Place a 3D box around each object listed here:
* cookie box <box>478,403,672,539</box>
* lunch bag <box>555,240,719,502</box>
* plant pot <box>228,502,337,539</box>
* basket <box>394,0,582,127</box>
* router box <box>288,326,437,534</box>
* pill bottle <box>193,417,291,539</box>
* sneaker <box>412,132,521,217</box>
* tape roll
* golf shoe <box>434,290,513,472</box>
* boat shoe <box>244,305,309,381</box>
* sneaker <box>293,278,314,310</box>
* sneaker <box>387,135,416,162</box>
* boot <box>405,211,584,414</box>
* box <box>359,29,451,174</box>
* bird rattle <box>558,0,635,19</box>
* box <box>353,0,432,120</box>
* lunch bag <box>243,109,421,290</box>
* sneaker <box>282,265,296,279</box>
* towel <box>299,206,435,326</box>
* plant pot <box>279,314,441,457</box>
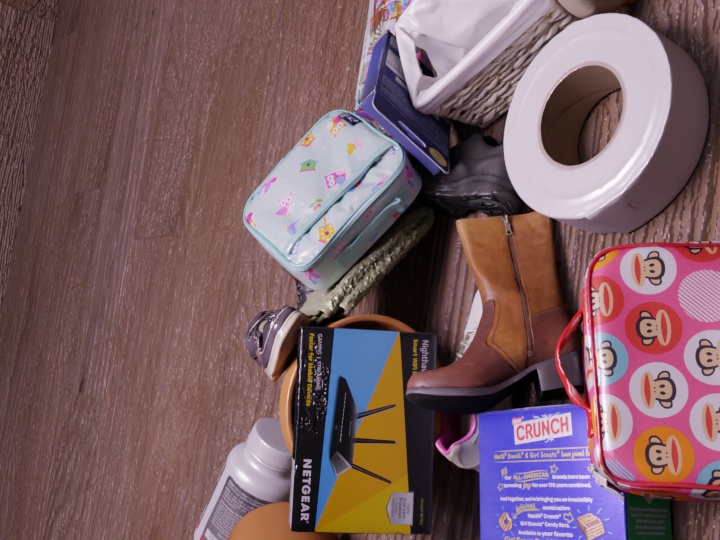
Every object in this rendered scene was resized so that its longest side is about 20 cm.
[{"bbox_3d":[0.193,0.230,0.758,0.169,0.074,0.205,-16,67,49],"label":"cookie box"},{"bbox_3d":[0.245,0.079,0.665,0.171,0.082,0.205,-1,71,14],"label":"lunch bag"},{"bbox_3d":[-0.091,0.381,0.997,0.202,0.197,0.141,-58,25,22],"label":"plant pot"},{"bbox_3d":[0.151,-0.271,0.926,0.199,0.121,0.138,-38,52,41],"label":"basket"},{"bbox_3d":[0.002,0.164,0.860,0.051,0.145,0.206,141,131,-80],"label":"router box"},{"bbox_3d":[-0.150,0.313,1.157,0.111,0.109,0.203,46,116,48],"label":"pill bottle"},{"bbox_3d":[0.123,-0.114,0.971,0.198,0.075,0.093,10,76,50],"label":"sneaker"},{"bbox_3d":[0.237,-0.142,0.817,0.200,0.070,0.208,-20,64,48],"label":"tape roll"},{"bbox_3d":[0.125,0.109,0.873,0.075,0.090,0.205,-12,69,51],"label":"golf shoe"},{"bbox_3d":[-0.104,0.080,0.963,0.072,0.064,0.200,-53,-4,-17],"label":"boat shoe"},{"bbox_3d":[-0.067,0.014,1.149,0.103,0.060,0.203,32,101,17],"label":"sneaker"},{"bbox_3d":[0.022,-0.122,1.103,0.199,0.075,0.087,-23,67,59],"label":"sneaker"},{"bbox_3d":[0.124,0.034,0.839,0.183,0.069,0.205,-10,66,3],"label":"boot"},{"bbox_3d":[0.056,-0.192,0.963,0.032,0.120,0.202,-39,24,30],"label":"box"},{"bbox_3d":[0.219,-0.333,0.810,0.111,0.198,0.167,-11,96,46],"label":"bird rattle"},{"bbox_3d":[0.058,-0.317,1.131,0.135,0.038,0.205,1,80,53],"label":"box"},{"bbox_3d":[-0.031,-0.086,0.964,0.200,0.077,0.160,-47,49,-4],"label":"lunch bag"},{"bbox_3d":[-0.049,-0.071,1.080,0.069,0.098,0.205,3,68,19],"label":"sneaker"},{"bbox_3d":[0.000,0.000,1.002,0.200,0.037,0.148,-44,8,-28],"label":"towel"},{"bbox_3d":[-0.014,0.156,0.974,0.139,0.196,0.206,168,111,-67],"label":"plant pot"}]
